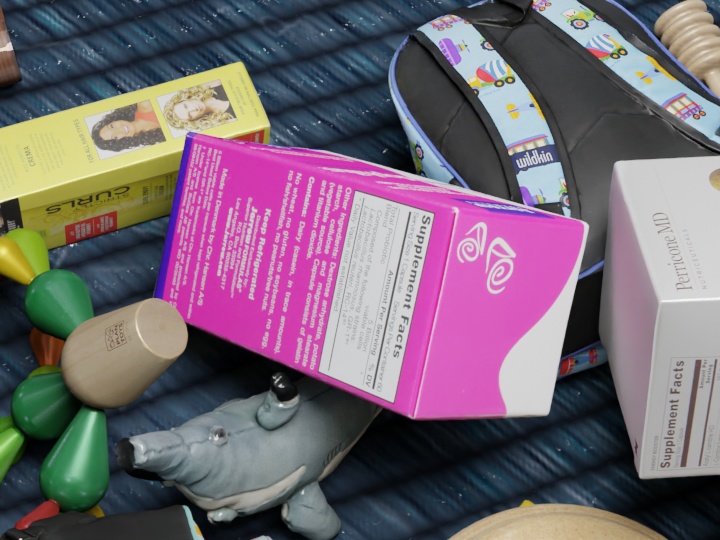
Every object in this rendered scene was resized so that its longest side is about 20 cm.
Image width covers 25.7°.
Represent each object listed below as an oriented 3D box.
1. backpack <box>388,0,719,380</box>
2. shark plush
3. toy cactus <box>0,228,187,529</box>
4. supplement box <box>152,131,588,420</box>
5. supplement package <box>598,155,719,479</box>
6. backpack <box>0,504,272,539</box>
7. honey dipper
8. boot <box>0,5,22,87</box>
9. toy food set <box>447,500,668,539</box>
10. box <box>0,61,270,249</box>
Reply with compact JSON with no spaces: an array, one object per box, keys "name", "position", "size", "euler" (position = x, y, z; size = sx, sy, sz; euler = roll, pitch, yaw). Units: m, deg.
[{"name":"backpack","position":[0.111,-0.060,0.892],"size":[0.182,0.135,0.200],"euler":[-24,57,-19]},{"name":"shark plush","position":[-0.059,0.073,0.782],"size":[0.083,0.200,0.091],"euler":[-47,57,20]},{"name":"toy cactus","position":[-0.154,0.054,0.787],"size":[0.102,0.165,0.200],"euler":[23,51,-35]},{"name":"supplement box","position":[0.000,0.000,0.794],"size":[0.101,0.104,0.200],"euler":[4,12,-46]},{"name":"supplement package","position":[0.222,0.017,0.743],"size":[0.199,0.110,0.114],"euler":[-3,38,-2]},{"name":"backpack","position":[-0.080,0.215,0.681],"size":[0.153,0.176,0.201],"euler":[-2,97,-16]},{"name":"honey dipper","position":[0.241,-0.078,0.977],"size":[0.038,0.038,0.200],"euler":[-17,68,-15]},{"name":"boot","position":[-0.322,-0.160,0.947],"size":[0.200,0.064,0.187],"euler":[-18,62,-10]},{"name":"toy food set","position":[0.109,0.210,0.788],"size":[0.200,0.049,0.198],"euler":[36,63,14]},{"name":"box","position":[-0.153,-0.056,0.896],"size":[0.200,0.075,0.050],"euler":[-18,66,-17]}]
